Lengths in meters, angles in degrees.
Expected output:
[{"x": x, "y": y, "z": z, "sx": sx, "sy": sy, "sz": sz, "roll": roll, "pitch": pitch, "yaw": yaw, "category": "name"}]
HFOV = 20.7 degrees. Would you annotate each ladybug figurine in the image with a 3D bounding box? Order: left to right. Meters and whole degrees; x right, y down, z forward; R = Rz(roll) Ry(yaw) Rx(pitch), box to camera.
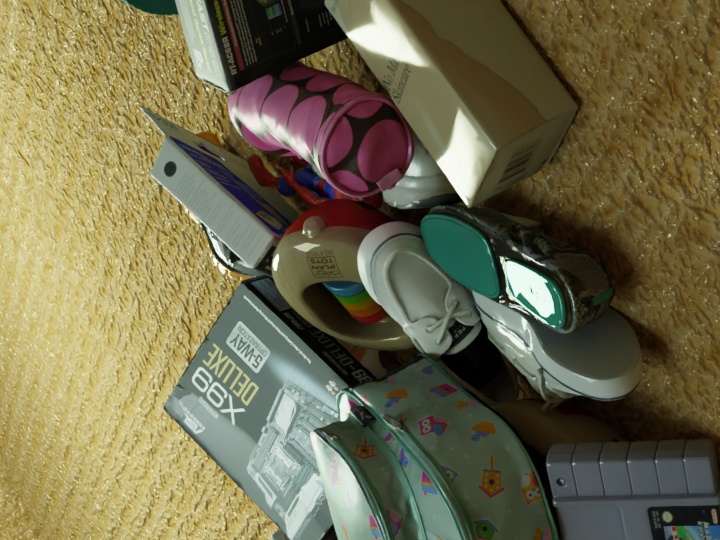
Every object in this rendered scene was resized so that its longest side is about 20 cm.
[{"x": 0.000, "y": 0.000, "z": 1.663, "sx": 0.135, "sy": 0.073, "sz": 0.200, "roll": -2, "pitch": 152, "yaw": 20, "category": "ladybug figurine"}, {"x": 0.159, "y": 0.159, "z": 1.579, "sx": 0.200, "sy": 0.072, "sz": 0.137, "roll": 3, "pitch": 117, "yaw": 63, "category": "ladybug figurine"}]

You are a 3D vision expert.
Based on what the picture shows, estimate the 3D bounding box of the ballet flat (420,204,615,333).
[{"x": 0.123, "y": -0.006, "z": 1.485, "sx": 0.200, "sy": 0.072, "sz": 0.073, "roll": 32, "pitch": 142, "yaw": 53, "category": "ballet flat"}]

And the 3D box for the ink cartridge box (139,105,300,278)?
[{"x": -0.102, "y": -0.054, "z": 1.791, "sx": 0.200, "sy": 0.043, "sz": 0.198, "roll": 45, "pitch": -171, "yaw": 28, "category": "ink cartridge box"}]

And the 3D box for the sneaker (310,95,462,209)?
[{"x": 0.023, "y": -0.106, "z": 1.613, "sx": 0.199, "sy": 0.074, "sz": 0.088, "roll": 19, "pitch": 114, "yaw": 55, "category": "sneaker"}]

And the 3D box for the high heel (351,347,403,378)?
[{"x": 0.038, "y": 0.120, "z": 1.832, "sx": 0.096, "sy": 0.068, "sz": 0.200, "roll": 42, "pitch": 165, "yaw": -16, "category": "high heel"}]

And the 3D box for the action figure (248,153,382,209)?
[{"x": -0.034, "y": -0.082, "z": 1.739, "sx": 0.200, "sy": 0.065, "sz": 0.052, "roll": 28, "pitch": 143, "yaw": 56, "category": "action figure"}]

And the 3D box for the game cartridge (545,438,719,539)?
[{"x": 0.218, "y": 0.217, "z": 1.478, "sx": 0.128, "sy": 0.038, "sz": 0.201, "roll": -2, "pitch": 120, "yaw": 23, "category": "game cartridge"}]

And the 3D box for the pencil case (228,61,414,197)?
[{"x": -0.029, "y": -0.112, "z": 1.548, "sx": 0.094, "sy": 0.090, "sz": 0.200, "roll": 64, "pitch": 167, "yaw": -24, "category": "pencil case"}]

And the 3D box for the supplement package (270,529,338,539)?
[{"x": 0.046, "y": 0.309, "z": 1.826, "sx": 0.200, "sy": 0.190, "sz": 0.148, "roll": 50, "pitch": 155, "yaw": 29, "category": "supplement package"}]

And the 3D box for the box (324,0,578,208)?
[{"x": 0.063, "y": -0.159, "z": 1.437, "sx": 0.201, "sy": 0.077, "sz": 0.095, "roll": 55, "pitch": 157, "yaw": 18, "category": "box"}]

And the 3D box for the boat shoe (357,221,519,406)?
[{"x": 0.071, "y": 0.038, "z": 1.586, "sx": 0.200, "sy": 0.074, "sz": 0.065, "roll": 45, "pitch": -179, "yaw": -38, "category": "boat shoe"}]

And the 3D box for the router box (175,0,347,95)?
[{"x": -0.077, "y": -0.259, "z": 1.533, "sx": 0.062, "sy": 0.149, "sz": 0.201, "roll": 29, "pitch": 140, "yaw": 53, "category": "router box"}]

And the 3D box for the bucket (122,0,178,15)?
[{"x": -0.181, "y": -0.319, "z": 1.640, "sx": 0.135, "sy": 0.206, "sz": 0.208, "roll": 36, "pitch": 146, "yaw": 39, "category": "bucket"}]

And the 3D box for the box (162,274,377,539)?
[{"x": -0.064, "y": 0.128, "z": 1.755, "sx": 0.200, "sy": 0.050, "sz": 0.158, "roll": 44, "pitch": 117, "yaw": 17, "category": "box"}]

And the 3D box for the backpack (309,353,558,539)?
[{"x": 0.060, "y": 0.180, "z": 1.528, "sx": 0.200, "sy": 0.153, "sz": 0.177, "roll": 25, "pitch": 135, "yaw": 53, "category": "backpack"}]

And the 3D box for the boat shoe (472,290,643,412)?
[{"x": 0.150, "y": 0.069, "z": 1.501, "sx": 0.202, "sy": 0.074, "sz": 0.087, "roll": 34, "pitch": 144, "yaw": 54, "category": "boat shoe"}]

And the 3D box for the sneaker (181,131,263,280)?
[{"x": -0.124, "y": -0.061, "z": 1.942, "sx": 0.200, "sy": 0.078, "sz": 0.078, "roll": 45, "pitch": 146, "yaw": 38, "category": "sneaker"}]
